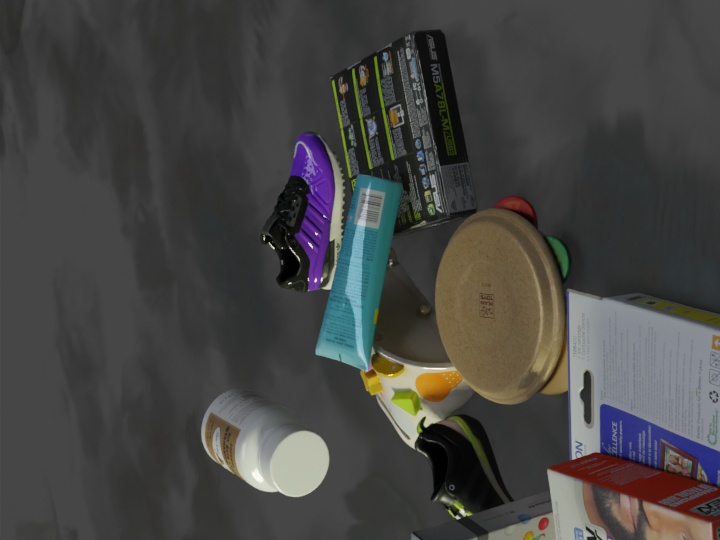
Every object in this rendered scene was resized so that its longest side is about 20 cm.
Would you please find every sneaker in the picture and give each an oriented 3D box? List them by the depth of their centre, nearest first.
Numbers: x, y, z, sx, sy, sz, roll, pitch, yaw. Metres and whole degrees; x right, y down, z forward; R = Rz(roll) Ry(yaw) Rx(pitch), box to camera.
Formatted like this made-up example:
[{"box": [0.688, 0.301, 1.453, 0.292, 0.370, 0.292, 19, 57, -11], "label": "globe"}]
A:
[{"box": [0.111, 0.247, 1.349, 0.201, 0.082, 0.072, 66, 147, 25], "label": "sneaker"}, {"box": [-0.077, -0.068, 1.576, 0.069, 0.099, 0.203, 14, 110, 56], "label": "sneaker"}]

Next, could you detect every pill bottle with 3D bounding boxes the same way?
[{"box": [-0.128, 0.236, 1.733, 0.199, 0.113, 0.116, 15, 111, 58], "label": "pill bottle"}]

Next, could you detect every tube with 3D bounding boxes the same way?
[{"box": [0.000, 0.000, 1.365, 0.077, 0.050, 0.202, 13, 91, 46], "label": "tube"}]

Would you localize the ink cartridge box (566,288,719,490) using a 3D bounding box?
[{"box": [0.259, 0.125, 1.102, 0.199, 0.047, 0.200, 21, 118, 59], "label": "ink cartridge box"}]

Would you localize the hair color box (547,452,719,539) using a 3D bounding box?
[{"box": [0.244, 0.228, 1.058, 0.199, 0.063, 0.112, 6, 106, 59], "label": "hair color box"}]

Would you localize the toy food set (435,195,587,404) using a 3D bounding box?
[{"box": [0.143, 0.032, 1.265, 0.199, 0.048, 0.200, -23, 75, 56], "label": "toy food set"}]

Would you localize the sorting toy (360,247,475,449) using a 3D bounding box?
[{"box": [0.043, 0.112, 1.446, 0.200, 0.106, 0.181, 53, 158, 40], "label": "sorting toy"}]

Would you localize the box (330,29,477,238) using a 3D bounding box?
[{"box": [0.044, -0.142, 1.405, 0.193, 0.047, 0.202, -16, 84, 63], "label": "box"}]

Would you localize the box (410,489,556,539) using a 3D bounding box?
[{"box": [0.135, 0.297, 1.202, 0.041, 0.198, 0.158, 27, 120, 51], "label": "box"}]
